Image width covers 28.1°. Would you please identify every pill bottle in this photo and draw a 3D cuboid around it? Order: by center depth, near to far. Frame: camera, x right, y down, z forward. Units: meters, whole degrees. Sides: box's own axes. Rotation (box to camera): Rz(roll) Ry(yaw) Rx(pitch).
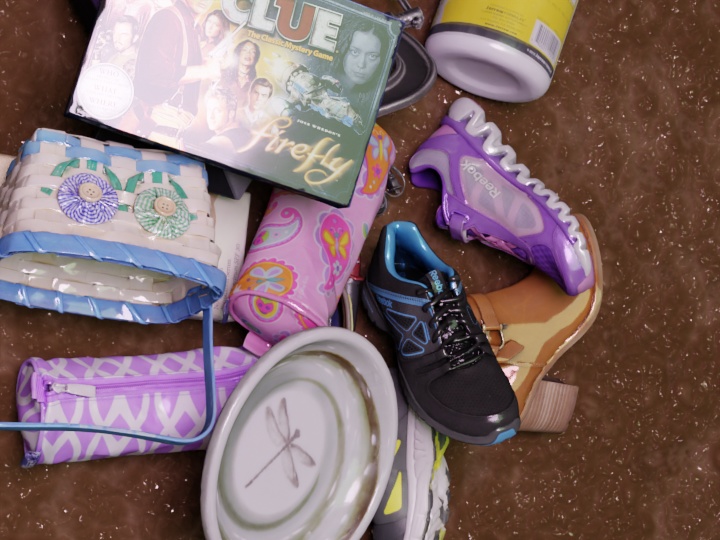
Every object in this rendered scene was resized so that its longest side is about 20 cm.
[{"bbox_3d":[0.135,-0.253,1.221,0.112,0.112,0.201,24,77,-21],"label":"pill bottle"}]

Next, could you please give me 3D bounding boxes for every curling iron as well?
[{"bbox_3d":[0.000,0.000,1.194,0.049,0.026,0.201,12,83,-19],"label":"curling iron"}]

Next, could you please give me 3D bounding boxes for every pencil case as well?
[{"bbox_3d":[-0.162,0.096,1.084,0.199,0.086,0.084,-4,54,-27],"label":"pencil case"},{"bbox_3d":[-0.037,-0.031,1.109,0.087,0.087,0.201,32,57,-20],"label":"pencil case"}]

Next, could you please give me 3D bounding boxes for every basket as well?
[{"bbox_3d":[-0.181,0.013,0.971,0.176,0.139,0.201,7,76,-25],"label":"basket"}]

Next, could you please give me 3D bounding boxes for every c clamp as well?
[{"bbox_3d":[-0.027,-0.162,1.152,0.199,0.171,0.027,-25,137,-14],"label":"c clamp"}]

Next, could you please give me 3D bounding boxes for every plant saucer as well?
[{"bbox_3d":[-0.053,0.135,1.053,0.200,0.050,0.201,-18,114,-46],"label":"plant saucer"}]

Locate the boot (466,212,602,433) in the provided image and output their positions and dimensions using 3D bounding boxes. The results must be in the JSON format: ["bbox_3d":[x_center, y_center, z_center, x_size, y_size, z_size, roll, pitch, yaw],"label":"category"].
[{"bbox_3d":[0.117,0.035,1.230,0.155,0.077,0.201,13,90,-19],"label":"boot"}]

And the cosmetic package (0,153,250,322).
[{"bbox_3d":[-0.190,-0.022,1.084,0.199,0.071,0.106,6,86,-24],"label":"cosmetic package"}]

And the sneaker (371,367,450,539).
[{"bbox_3d":[0.027,0.169,1.183,0.074,0.084,0.201,-23,121,-66],"label":"sneaker"}]

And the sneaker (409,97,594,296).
[{"bbox_3d":[0.112,-0.047,1.196,0.088,0.081,0.200,-36,68,-10],"label":"sneaker"}]

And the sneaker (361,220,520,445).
[{"bbox_3d":[0.058,0.048,1.108,0.073,0.082,0.200,-19,52,-23],"label":"sneaker"}]

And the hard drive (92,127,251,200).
[{"bbox_3d":[-0.115,-0.160,1.093,0.134,0.042,0.201,17,65,7],"label":"hard drive"}]

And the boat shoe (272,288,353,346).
[{"bbox_3d":[-0.043,0.100,1.152,0.072,0.059,0.201,9,84,-26],"label":"boat shoe"}]

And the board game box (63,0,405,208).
[{"bbox_3d":[-0.083,-0.136,0.968,0.199,0.035,0.136,17,87,-16],"label":"board game box"}]

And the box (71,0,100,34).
[{"bbox_3d":[-0.137,-0.215,1.055,0.141,0.079,0.200,-24,66,-16],"label":"box"}]
